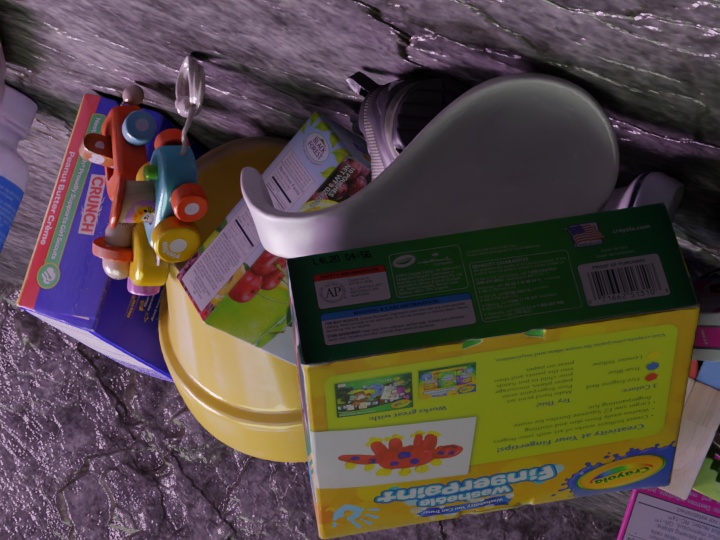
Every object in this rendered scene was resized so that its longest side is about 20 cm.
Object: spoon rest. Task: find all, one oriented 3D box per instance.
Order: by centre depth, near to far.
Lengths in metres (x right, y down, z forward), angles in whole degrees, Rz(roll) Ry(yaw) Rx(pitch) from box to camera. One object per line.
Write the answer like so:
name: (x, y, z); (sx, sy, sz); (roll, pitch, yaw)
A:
spoon rest: (0.034, -0.043, 0.982); (0.198, 0.061, 0.100); (-13, 122, 14)

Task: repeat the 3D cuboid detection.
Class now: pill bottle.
pill bottle: (-0.330, -0.054, 1.530); (0.111, 0.202, 0.112); (21, 171, 3)

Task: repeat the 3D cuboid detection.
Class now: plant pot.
plant pot: (-0.058, 0.008, 1.374); (0.199, 0.202, 0.189); (17, 154, 20)

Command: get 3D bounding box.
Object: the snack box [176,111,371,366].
snack box: (0.000, 0.000, 1.239); (0.199, 0.142, 0.053); (28, -160, -45)

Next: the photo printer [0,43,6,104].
photo printer: (-0.330, -0.157, 1.341); (0.165, 0.070, 0.200); (22, 171, -5)

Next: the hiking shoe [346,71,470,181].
hiking shoe: (0.056, -0.025, 1.092); (0.101, 0.075, 0.201); (30, 146, 60)

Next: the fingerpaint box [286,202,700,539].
fingerpaint box: (0.066, 0.055, 1.011); (0.198, 0.074, 0.168); (-9, 142, -3)

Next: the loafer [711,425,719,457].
loafer: (0.223, 0.080, 1.320); (0.200, 0.073, 0.072); (42, 136, 11)

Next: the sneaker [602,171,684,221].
sneaker: (0.135, -0.018, 1.100); (0.070, 0.074, 0.200); (22, 169, 3)

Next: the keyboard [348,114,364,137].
keyboard: (0.075, -0.055, 1.230); (0.056, 0.011, 0.199); (4, 162, 46)

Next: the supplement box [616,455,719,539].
supplement box: (0.258, 0.147, 1.378); (0.103, 0.202, 0.101); (17, 171, 21)

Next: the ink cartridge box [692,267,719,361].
ink cartridge box: (0.221, 0.020, 1.081); (0.094, 0.037, 0.200); (-23, -174, -21)

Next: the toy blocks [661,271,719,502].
toy blocks: (0.170, 0.050, 1.242); (0.199, 0.138, 0.100); (25, -164, 11)

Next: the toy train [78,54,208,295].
toy train: (-0.150, -0.064, 1.257); (0.055, 0.152, 0.200); (-1, 171, -19)

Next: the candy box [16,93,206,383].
candy box: (-0.167, -0.018, 1.475); (0.076, 0.171, 0.200); (14, 169, 20)
